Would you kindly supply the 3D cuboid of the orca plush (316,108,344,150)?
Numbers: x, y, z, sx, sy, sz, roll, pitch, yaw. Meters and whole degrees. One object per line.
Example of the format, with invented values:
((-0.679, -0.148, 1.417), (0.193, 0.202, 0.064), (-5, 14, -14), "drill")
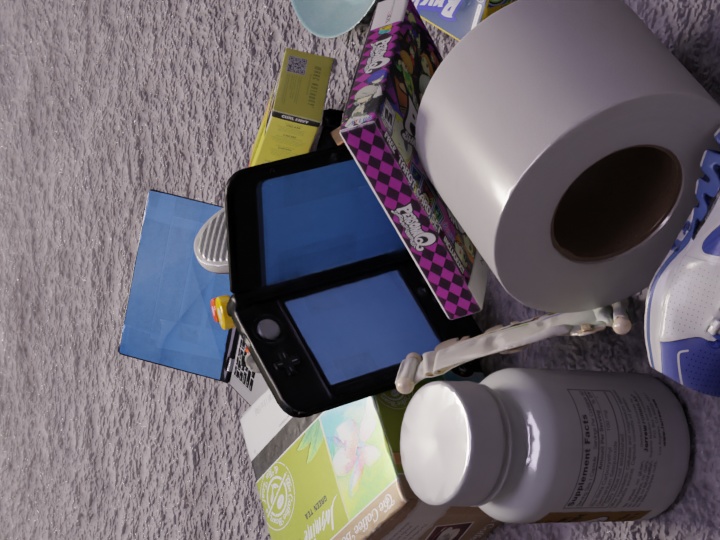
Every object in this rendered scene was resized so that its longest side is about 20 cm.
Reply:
((-0.016, -0.053, 1.683), (0.105, 0.071, 0.200), (33, -109, -78), "orca plush")

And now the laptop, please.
((-0.158, 0.034, 1.806), (0.200, 0.116, 0.188), (-145, 64, -63), "laptop")

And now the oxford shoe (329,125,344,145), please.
((0.057, -0.134, 1.573), (0.200, 0.071, 0.071), (-24, 95, 51), "oxford shoe")

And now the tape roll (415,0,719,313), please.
((0.157, -0.088, 1.278), (0.139, 0.202, 0.203), (58, 132, 41), "tape roll")

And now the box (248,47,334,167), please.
((-0.073, -0.134, 1.692), (0.200, 0.050, 0.075), (117, 164, -65), "box")

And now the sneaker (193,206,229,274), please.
((-0.049, -0.024, 1.591), (0.114, 0.200, 0.073), (80, 169, -55), "sneaker")

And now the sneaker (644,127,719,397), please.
((0.274, -0.001, 1.199), (0.115, 0.080, 0.200), (33, 112, 55), "sneaker")

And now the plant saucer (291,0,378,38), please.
((-0.006, -0.325, 1.698), (0.201, 0.039, 0.201), (-11, 77, 56), "plant saucer")

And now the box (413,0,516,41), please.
((0.081, -0.252, 1.529), (0.200, 0.070, 0.064), (41, 122, 51), "box")

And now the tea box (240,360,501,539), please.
((0.014, 0.164, 1.519), (0.200, 0.133, 0.197), (-49, 49, 41), "tea box")

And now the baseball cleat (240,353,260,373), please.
((-0.045, 0.056, 1.648), (0.200, 0.106, 0.070), (-44, 47, 42), "baseball cleat")

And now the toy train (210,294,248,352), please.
((-0.037, 0.031, 1.557), (0.200, 0.150, 0.056), (-14, 88, 37), "toy train")

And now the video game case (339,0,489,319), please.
((0.054, -0.092, 1.393), (0.036, 0.200, 0.181), (-16, 35, 24), "video game case")

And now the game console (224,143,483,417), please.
((0.000, 0.000, 1.417), (0.176, 0.200, 0.116), (60, 148, 25), "game console")

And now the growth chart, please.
((0.117, 0.054, 1.337), (0.200, 0.145, 0.018), (-17, 94, 15), "growth chart")

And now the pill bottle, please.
((0.135, 0.130, 1.283), (0.114, 0.200, 0.115), (-11, 77, 56), "pill bottle")
